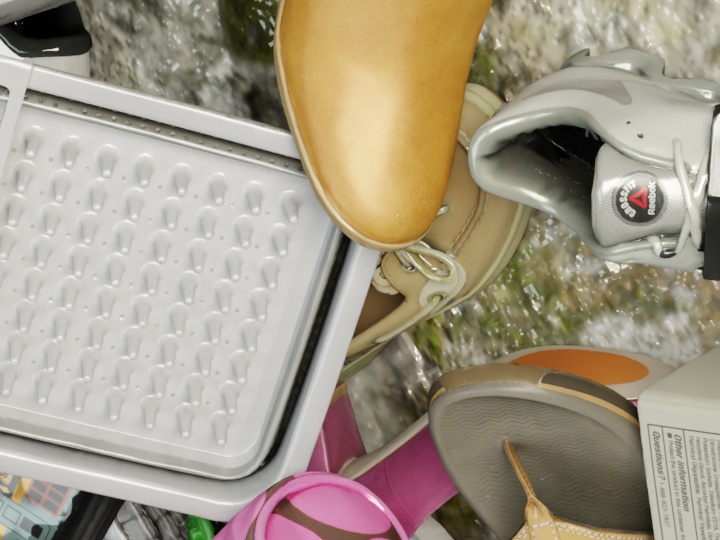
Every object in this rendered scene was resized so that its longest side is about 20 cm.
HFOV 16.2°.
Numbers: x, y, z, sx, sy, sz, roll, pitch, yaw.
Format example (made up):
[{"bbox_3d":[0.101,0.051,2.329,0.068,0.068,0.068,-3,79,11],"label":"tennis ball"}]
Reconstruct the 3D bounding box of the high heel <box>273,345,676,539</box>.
[{"bbox_3d":[0.047,0.088,1.001,0.199,0.067,0.096,-11,104,27],"label":"high heel"}]

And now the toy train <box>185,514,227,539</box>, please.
[{"bbox_3d":[-0.073,0.067,1.110,0.056,0.041,0.201,123,131,-65],"label":"toy train"}]

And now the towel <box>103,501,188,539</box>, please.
[{"bbox_3d":[-0.124,0.133,1.188,0.165,0.085,0.201,-37,83,42],"label":"towel"}]

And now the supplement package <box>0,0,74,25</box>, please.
[{"bbox_3d":[-0.128,-0.157,0.967,0.109,0.200,0.114,-16,99,46],"label":"supplement package"}]

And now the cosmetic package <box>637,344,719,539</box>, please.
[{"bbox_3d":[0.199,0.087,0.865,0.199,0.071,0.106,8,114,41],"label":"cosmetic package"}]

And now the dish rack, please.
[{"bbox_3d":[-0.101,0.002,0.972,0.199,0.044,0.172,14,115,-10],"label":"dish rack"}]

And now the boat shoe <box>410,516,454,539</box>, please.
[{"bbox_3d":[0.022,0.170,1.073,0.200,0.068,0.072,53,136,12],"label":"boat shoe"}]

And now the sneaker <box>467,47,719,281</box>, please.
[{"bbox_3d":[0.125,-0.024,0.873,0.199,0.088,0.075,13,116,38],"label":"sneaker"}]

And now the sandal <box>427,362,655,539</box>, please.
[{"bbox_3d":[0.080,0.112,0.950,0.081,0.055,0.201,-7,129,14],"label":"sandal"}]

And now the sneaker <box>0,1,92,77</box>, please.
[{"bbox_3d":[-0.183,-0.110,1.140,0.199,0.080,0.116,24,115,34],"label":"sneaker"}]

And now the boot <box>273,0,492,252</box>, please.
[{"bbox_3d":[0.032,-0.118,0.890,0.144,0.070,0.203,-20,70,57],"label":"boot"}]

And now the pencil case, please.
[{"bbox_3d":[-0.058,0.169,1.010,0.094,0.091,0.200,54,129,11],"label":"pencil case"}]

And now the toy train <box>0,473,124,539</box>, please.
[{"bbox_3d":[-0.126,0.030,1.058,0.114,0.085,0.201,32,114,5],"label":"toy train"}]

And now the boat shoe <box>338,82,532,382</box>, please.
[{"bbox_3d":[0.000,0.000,1.019,0.073,0.063,0.200,52,135,12],"label":"boat shoe"}]
